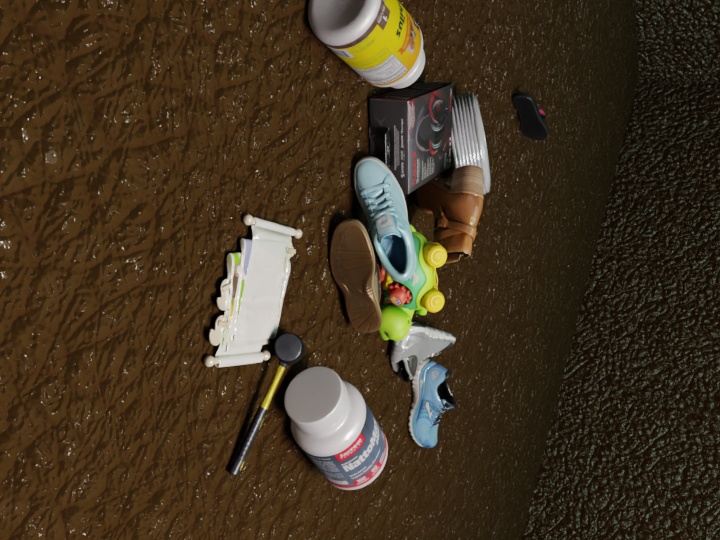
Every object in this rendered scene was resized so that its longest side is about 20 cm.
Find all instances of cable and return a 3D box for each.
[{"bbox_3d":[0.209,-0.238,1.274,0.202,0.068,0.202,-84,161,-48],"label":"cable"}]

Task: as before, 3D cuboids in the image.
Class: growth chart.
[{"bbox_3d":[-0.137,0.028,0.853,0.144,0.017,0.204,23,79,-60],"label":"growth chart"}]

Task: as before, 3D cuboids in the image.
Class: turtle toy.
[{"bbox_3d":[0.073,0.023,1.129,0.099,0.146,0.204,-2,104,-18],"label":"turtle toy"}]

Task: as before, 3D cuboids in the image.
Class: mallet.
[{"bbox_3d":[-0.127,0.176,0.882,0.066,0.041,0.203,106,7,-73],"label":"mallet"}]

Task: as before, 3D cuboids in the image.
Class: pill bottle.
[{"bbox_3d":[-0.038,0.236,0.996,0.121,0.118,0.201,-62,146,-29],"label":"pill bottle"},{"bbox_3d":[0.019,-0.329,0.922,0.199,0.107,0.112,17,85,-61],"label":"pill bottle"}]

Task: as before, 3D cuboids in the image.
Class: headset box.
[{"bbox_3d":[0.083,-0.225,1.108,0.199,0.074,0.152,-36,130,-52],"label":"headset box"}]

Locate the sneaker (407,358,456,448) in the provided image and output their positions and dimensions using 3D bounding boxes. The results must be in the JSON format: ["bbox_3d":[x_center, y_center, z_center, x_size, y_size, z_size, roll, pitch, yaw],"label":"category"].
[{"bbox_3d":[0.155,0.290,1.392,0.078,0.089,0.204,-31,126,-53],"label":"sneaker"}]

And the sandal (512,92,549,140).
[{"bbox_3d":[0.446,-0.405,1.710,0.200,0.074,0.046,46,60,-53],"label":"sandal"}]

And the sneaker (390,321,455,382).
[{"bbox_3d":[0.113,0.164,1.308,0.199,0.074,0.118,20,87,-51],"label":"sneaker"}]

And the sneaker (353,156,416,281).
[{"bbox_3d":[0.043,-0.080,1.013,0.082,0.073,0.203,-76,143,-84],"label":"sneaker"}]

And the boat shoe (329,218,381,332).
[{"bbox_3d":[0.000,0.000,1.052,0.072,0.071,0.203,-73,153,-55],"label":"boat shoe"}]

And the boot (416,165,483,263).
[{"bbox_3d":[0.146,-0.086,1.169,0.072,0.200,0.158,13,76,-17],"label":"boot"}]
